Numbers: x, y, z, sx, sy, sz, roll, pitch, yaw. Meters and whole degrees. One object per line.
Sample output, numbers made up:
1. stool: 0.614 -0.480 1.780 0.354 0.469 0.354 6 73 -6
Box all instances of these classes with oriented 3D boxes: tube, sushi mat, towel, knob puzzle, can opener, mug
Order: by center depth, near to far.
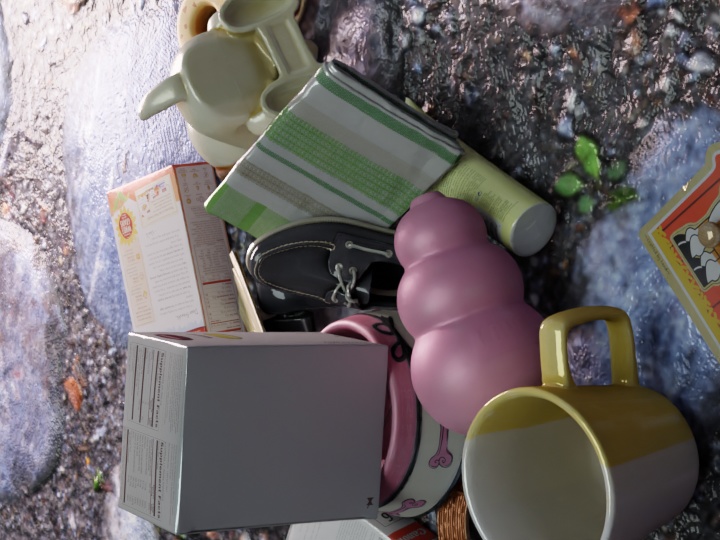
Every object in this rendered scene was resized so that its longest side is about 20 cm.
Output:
1. knob puzzle: 0.307 -0.013 1.212 0.219 0.030 0.220 10 103 47
2. mug: 0.190 0.139 1.274 0.149 0.153 0.187 43 125 35
3. towel: -0.025 -0.085 1.428 0.200 0.149 0.031 -44 25 36
4. tube: 0.090 -0.079 1.431 0.058 0.052 0.200 -47 46 -5
5. can opener: -0.031 0.021 1.564 0.200 0.063 0.079 -17 105 51
6. sushi mat: -0.095 0.074 1.604 0.200 0.012 0.096 -115 14 -47

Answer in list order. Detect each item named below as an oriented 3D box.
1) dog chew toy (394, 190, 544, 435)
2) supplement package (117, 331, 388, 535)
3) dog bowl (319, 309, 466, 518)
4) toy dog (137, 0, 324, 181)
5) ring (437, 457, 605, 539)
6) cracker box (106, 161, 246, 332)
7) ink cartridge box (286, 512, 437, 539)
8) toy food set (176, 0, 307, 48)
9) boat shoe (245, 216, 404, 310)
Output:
1. dog chew toy: 0.087 0.031 1.356 0.124 0.124 0.200 -27 78 46
2. supplement package: -0.091 0.134 1.410 0.111 0.200 0.156 9 96 55
3. dog bowl: 0.014 0.127 1.500 0.200 0.074 0.201 -1 89 55
4. toy dog: -0.109 -0.153 1.542 0.140 0.194 0.200 55 167 8
5. ring: 0.136 0.218 1.419 0.200 0.019 0.201 -6 81 46
6. cracker box: -0.195 -0.003 1.745 0.134 0.058 0.200 -15 85 49
7. ink cartridge box: 0.020 0.283 1.558 0.200 0.050 0.109 33 120 29
8. toy food set: -0.122 -0.302 1.619 0.200 0.049 0.198 -13 87 48
9. boat shoe: 0.000 0.000 1.431 0.063 0.200 0.073 -96 10 -61
